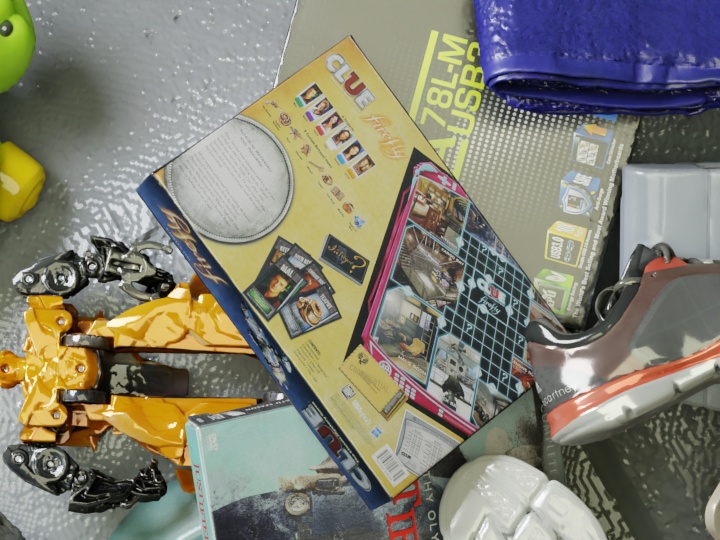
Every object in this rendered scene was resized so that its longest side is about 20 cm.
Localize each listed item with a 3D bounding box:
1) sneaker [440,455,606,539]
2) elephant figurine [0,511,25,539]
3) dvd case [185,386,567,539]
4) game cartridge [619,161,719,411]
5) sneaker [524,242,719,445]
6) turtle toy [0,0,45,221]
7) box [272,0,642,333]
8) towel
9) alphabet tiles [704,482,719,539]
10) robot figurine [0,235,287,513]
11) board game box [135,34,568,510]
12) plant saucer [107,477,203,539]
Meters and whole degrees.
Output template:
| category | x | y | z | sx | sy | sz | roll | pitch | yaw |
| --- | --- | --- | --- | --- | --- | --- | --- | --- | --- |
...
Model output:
| category | x | y | z | sx | sy | sz | roll | pitch | yaw |
| --- | --- | --- | --- | --- | --- | --- | --- | --- | --- |
| sneaker | 0.116 | 0.177 | 1.491 | 0.077 | 0.082 | 0.200 | -43 | 89 | 1 |
| elephant figurine | -0.237 | 0.225 | 1.509 | 0.200 | 0.155 | 0.141 | -42 | 131 | 11 |
| dvd case | 0.015 | 0.127 | 1.493 | 0.199 | 0.022 | 0.147 | -11 | 99 | -24 |
| game cartridge | 0.234 | 0.010 | 1.514 | 0.199 | 0.042 | 0.134 | -1 | 95 | -5 |
| sneaker | 0.173 | 0.014 | 1.456 | 0.199 | 0.077 | 0.082 | -24 | 80 | -11 |
| turtle toy | -0.240 | -0.067 | 1.513 | 0.146 | 0.101 | 0.200 | 35 | 90 | 2 |
| box | 0.048 | -0.082 | 1.533 | 0.192 | 0.048 | 0.201 | 16 | 89 | -2 |
| towel | 0.123 | -0.171 | 1.496 | 0.147 | 0.050 | 0.201 | 3 | 64 | -14 |
| alphabet tiles | 0.247 | 0.132 | 1.463 | 0.200 | 0.015 | 0.196 | -55 | 130 | -20 |
| robot figurine | -0.095 | 0.058 | 1.524 | 0.199 | 0.058 | 0.146 | 3 | 80 | 1 |
| board game box | 0.000 | 0.000 | 1.467 | 0.135 | 0.035 | 0.200 | -36 | 90 | -24 |
| plant saucer | -0.053 | 0.200 | 1.536 | 0.199 | 0.036 | 0.201 | 0 | 89 | 2 |
